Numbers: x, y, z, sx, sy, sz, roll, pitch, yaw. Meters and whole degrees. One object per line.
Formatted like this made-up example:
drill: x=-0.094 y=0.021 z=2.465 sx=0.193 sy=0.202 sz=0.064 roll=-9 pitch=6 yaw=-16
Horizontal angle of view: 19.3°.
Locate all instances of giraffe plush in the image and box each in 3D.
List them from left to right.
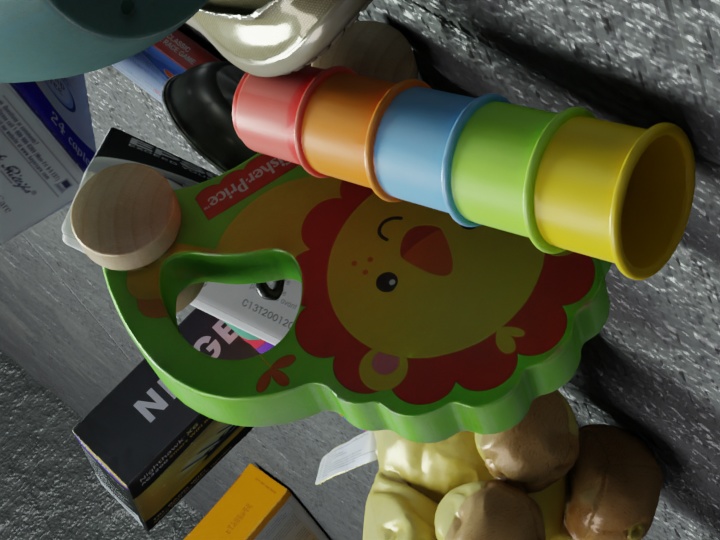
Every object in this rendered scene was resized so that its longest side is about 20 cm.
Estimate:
giraffe plush: x=0.092 y=0.122 z=1.158 sx=0.161 sy=0.174 sz=0.200 roll=25 pitch=164 yaw=-24

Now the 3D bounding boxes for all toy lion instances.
toy lion: x=0.000 y=0.000 z=0.913 sx=0.192 sy=0.199 sz=0.069 roll=57 pitch=175 yaw=32

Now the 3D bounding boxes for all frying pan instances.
frying pan: x=-0.056 y=-0.058 z=1.038 sx=0.115 sy=0.031 sz=0.190 roll=34 pitch=-156 yaw=1

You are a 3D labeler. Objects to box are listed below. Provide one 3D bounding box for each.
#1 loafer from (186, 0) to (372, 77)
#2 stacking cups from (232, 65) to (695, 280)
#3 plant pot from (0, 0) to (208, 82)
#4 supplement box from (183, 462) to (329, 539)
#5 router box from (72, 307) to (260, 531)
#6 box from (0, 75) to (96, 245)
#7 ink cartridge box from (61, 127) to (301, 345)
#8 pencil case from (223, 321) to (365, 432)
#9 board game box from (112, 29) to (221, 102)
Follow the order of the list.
loafer: x=-0.058 y=-0.136 z=0.894 sx=0.068 sy=0.076 sz=0.200 roll=43 pitch=169 yaw=-32
stacking cups: x=0.032 y=-0.050 z=0.842 sx=0.199 sy=0.061 sz=0.061 roll=18 pitch=156 yaw=33
plant pot: x=-0.133 y=-0.161 z=0.797 sx=0.160 sy=0.201 sz=0.201 roll=18 pitch=155 yaw=38
supplement box: x=-0.102 y=0.328 z=2.404 sx=0.073 sy=0.126 sz=0.200 roll=29 pitch=161 yaw=42
router box: x=-0.089 y=0.067 z=1.358 sx=0.052 sy=0.200 sz=0.157 roll=43 pitch=168 yaw=11
box: x=-0.246 y=-0.138 z=1.207 sx=0.184 sy=0.104 sz=0.201 roll=53 pitch=-168 yaw=-39
ink cartridge box: x=-0.051 y=-0.010 z=1.095 sx=0.197 sy=0.044 sz=0.200 roll=25 pitch=-170 yaw=-8
pencil case: x=-0.008 y=0.038 z=1.251 sx=0.200 sy=0.089 sz=0.088 roll=38 pitch=168 yaw=-13
board game box: x=-0.096 y=-0.107 z=1.224 sx=0.200 sy=0.019 sz=0.103 roll=37 pitch=169 yaw=22
